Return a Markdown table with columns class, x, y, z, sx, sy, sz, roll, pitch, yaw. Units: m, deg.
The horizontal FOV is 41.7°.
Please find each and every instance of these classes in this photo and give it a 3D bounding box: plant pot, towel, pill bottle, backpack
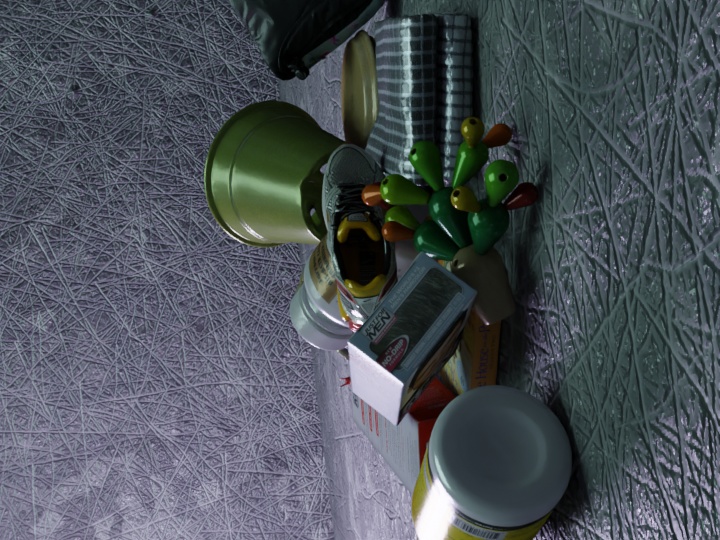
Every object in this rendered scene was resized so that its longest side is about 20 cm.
| class | x | y | z | sx | sy | sz | roll | pitch | yaw |
| --- | --- | --- | --- | --- | --- | --- | --- | --- | --- |
| plant pot | -0.072 | -0.108 | 1.216 | 0.190 | 0.199 | 0.202 | 23 | 122 | 53 |
| towel | 0.055 | -0.179 | 0.974 | 0.200 | 0.085 | 0.167 | -127 | 33 | -75 |
| pill bottle | 0.000 | 0.000 | 1.076 | 0.200 | 0.114 | 0.115 | -52 | 38 | 40 |
| backpack | -0.058 | -0.363 | 1.231 | 0.167 | 0.199 | 0.127 | 56 | -167 | -12 |
| pill bottle | 0.102 | 0.189 | 0.801 | 0.201 | 0.112 | 0.113 | 97 | 165 | -56 |

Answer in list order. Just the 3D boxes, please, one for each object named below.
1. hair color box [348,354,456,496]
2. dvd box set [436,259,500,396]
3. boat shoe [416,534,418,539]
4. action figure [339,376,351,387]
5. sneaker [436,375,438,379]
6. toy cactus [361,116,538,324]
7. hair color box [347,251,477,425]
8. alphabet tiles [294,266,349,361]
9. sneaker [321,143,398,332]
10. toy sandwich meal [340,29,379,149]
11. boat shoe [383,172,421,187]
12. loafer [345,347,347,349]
| class | x | y | z | sx | sy | sz | roll | pitch | yaw |
| --- | --- | --- | --- | --- | --- | --- | --- | --- | --- |
| hair color box | 0.050 | 0.157 | 1.021 | 0.200 | 0.061 | 0.102 | -140 | 43 | -62 |
| dvd box set | 0.106 | 0.052 | 0.965 | 0.147 | 0.029 | 0.201 | -109 | 16 | -57 |
| boat shoe | 0.096 | 0.352 | 1.095 | 0.065 | 0.073 | 0.202 | -172 | 77 | -87 |
| action figure | 0.005 | 0.107 | 1.500 | 0.065 | 0.098 | 0.201 | 95 | 164 | -58 |
| sneaker | 0.061 | 0.098 | 1.190 | 0.200 | 0.076 | 0.081 | -119 | 34 | -67 |
| toy cactus | 0.089 | -0.037 | 0.815 | 0.200 | 0.102 | 0.166 | -19 | 98 | 52 |
| hair color box | 0.043 | 0.068 | 0.845 | 0.060 | 0.099 | 0.200 | 37 | 166 | 12 |
| alphabet tiles | -0.013 | 0.078 | 1.347 | 0.200 | 0.015 | 0.196 | 42 | -160 | -15 |
| sneaker | 0.004 | -0.043 | 0.921 | 0.082 | 0.077 | 0.201 | 81 | 179 | -61 |
| toy sandwich meal | 0.022 | -0.218 | 1.259 | 0.205 | 0.070 | 0.207 | 176 | 90 | -79 |
| boat shoe | 0.046 | -0.061 | 1.135 | 0.073 | 0.068 | 0.200 | -18 | -42 | -63 |
| loafer | -0.007 | 0.066 | 1.263 | 0.201 | 0.070 | 0.069 | -18 | -59 | -79 |
